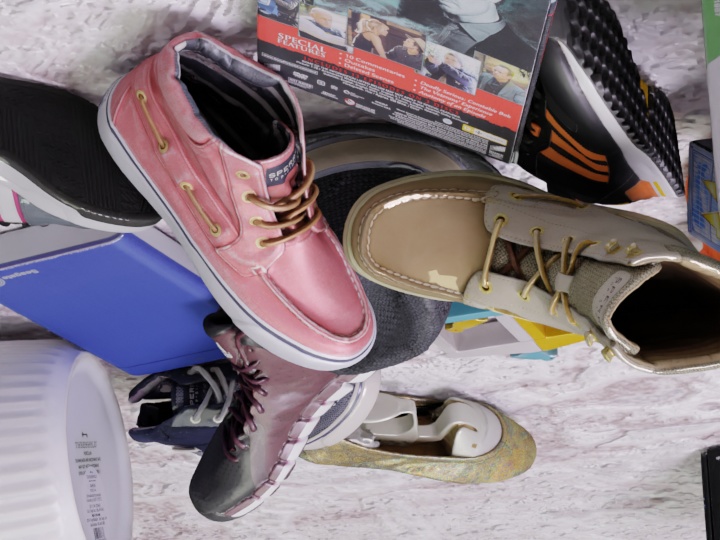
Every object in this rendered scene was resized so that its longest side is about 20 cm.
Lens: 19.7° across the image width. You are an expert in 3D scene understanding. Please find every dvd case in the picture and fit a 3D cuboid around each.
[{"bbox_3d":[0.020,-0.126,0.990,0.146,0.022,0.200,20,158,6],"label":"dvd case"}]

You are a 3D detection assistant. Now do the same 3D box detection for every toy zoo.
[{"bbox_3d":[0.094,0.017,1.375,0.131,0.020,0.200,-11,154,22],"label":"toy zoo"}]

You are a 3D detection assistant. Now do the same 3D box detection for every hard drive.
[{"bbox_3d":[-0.154,0.018,1.366,0.132,0.025,0.200,-12,154,26],"label":"hard drive"}]

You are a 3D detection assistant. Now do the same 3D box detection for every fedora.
[{"bbox_3d":[0.000,0.000,1.218,0.200,0.092,0.201,2,148,1],"label":"fedora"}]

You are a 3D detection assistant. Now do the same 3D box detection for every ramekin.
[{"bbox_3d":[-0.228,0.140,1.433,0.105,0.200,0.200,-8,155,7],"label":"ramekin"}]

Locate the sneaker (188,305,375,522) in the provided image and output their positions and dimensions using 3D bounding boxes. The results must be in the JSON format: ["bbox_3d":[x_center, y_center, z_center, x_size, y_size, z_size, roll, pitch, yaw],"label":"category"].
[{"bbox_3d":[-0.077,0.073,1.372,0.115,0.076,0.200,27,108,-40],"label":"sneaker"}]

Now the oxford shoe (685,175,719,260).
[{"bbox_3d":[0.242,-0.032,1.239,0.073,0.071,0.200,-30,152,-13],"label":"oxford shoe"}]

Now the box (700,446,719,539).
[{"bbox_3d":[0.381,0.211,1.643,0.200,0.164,0.086,-15,153,31],"label":"box"}]

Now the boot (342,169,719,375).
[{"bbox_3d":[0.099,0.001,1.053,0.200,0.072,0.155,9,-169,-12],"label":"boot"}]

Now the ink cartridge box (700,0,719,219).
[{"bbox_3d":[0.265,-0.091,0.980,0.200,0.145,0.088,-5,154,12],"label":"ink cartridge box"}]

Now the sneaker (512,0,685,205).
[{"bbox_3d":[0.106,-0.080,1.094,0.090,0.070,0.200,-14,155,20],"label":"sneaker"}]

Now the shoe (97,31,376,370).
[{"bbox_3d":[-0.051,-0.034,1.090,0.200,0.071,0.091,49,148,-7],"label":"shoe"}]

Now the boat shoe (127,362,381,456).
[{"bbox_3d":[-0.082,0.093,1.474,0.093,0.075,0.200,13,153,-41],"label":"boat shoe"}]

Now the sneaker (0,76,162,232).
[{"bbox_3d":[-0.215,-0.046,1.145,0.200,0.084,0.121,19,146,-21],"label":"sneaker"}]

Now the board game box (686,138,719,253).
[{"bbox_3d":[0.275,-0.022,1.086,0.200,0.200,0.062,-1,118,6],"label":"board game box"}]

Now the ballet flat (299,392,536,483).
[{"bbox_3d":[0.045,0.119,1.559,0.200,0.071,0.071,6,155,-14],"label":"ballet flat"}]
